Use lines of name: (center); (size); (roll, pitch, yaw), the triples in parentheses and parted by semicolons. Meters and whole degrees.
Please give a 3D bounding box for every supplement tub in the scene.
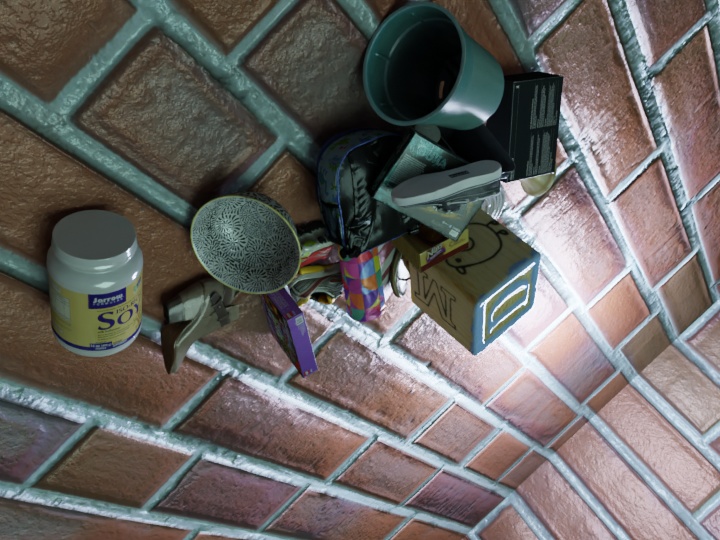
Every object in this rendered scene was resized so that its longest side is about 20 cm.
supplement tub: (-0.419, 0.020, 1.268); (0.145, 0.146, 0.201); (-15, 137, -31)

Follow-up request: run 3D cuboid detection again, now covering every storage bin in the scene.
storage bin: (0.187, -0.210, 1.547); (0.145, 0.201, 0.135); (-11, 146, -34)

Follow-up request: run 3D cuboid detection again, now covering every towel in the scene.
towel: (0.058, -0.024, 1.700); (0.144, 0.023, 0.201); (-55, 155, -37)

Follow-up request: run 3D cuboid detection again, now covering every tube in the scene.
tube: (0.093, -0.206, 1.522); (0.058, 0.052, 0.200); (-5, 155, -22)

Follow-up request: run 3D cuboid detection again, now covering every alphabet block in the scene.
alphabet block: (0.235, 0.018, 1.672); (0.195, 0.200, 0.197); (-35, 146, -22)

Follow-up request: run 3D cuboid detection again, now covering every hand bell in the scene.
hand bell: (0.322, -0.235, 1.737); (0.199, 0.104, 0.104); (14, 119, -35)

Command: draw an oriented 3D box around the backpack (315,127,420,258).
backpack: (0.004, -0.155, 1.452); (0.182, 0.147, 0.201); (-22, 122, -25)

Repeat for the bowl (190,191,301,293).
bowl: (-0.187, -0.067, 1.401); (0.094, 0.199, 0.202); (-68, 174, -51)

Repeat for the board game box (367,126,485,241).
board game box: (0.129, -0.146, 1.395); (0.199, 0.028, 0.136); (25, 109, -30)

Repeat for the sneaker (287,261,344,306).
sneaker: (-0.061, 0.031, 1.640); (0.199, 0.083, 0.078); (-10, 166, -31)

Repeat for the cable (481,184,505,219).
cable: (0.222, -0.134, 1.747); (0.199, 0.069, 0.201); (5, 125, -45)

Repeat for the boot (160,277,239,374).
boot: (-0.302, 0.102, 1.525); (0.145, 0.070, 0.201); (-17, 138, -32)

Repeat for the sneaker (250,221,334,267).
sneaker: (-0.134, -0.029, 1.536); (0.199, 0.077, 0.085); (-13, 141, -32)

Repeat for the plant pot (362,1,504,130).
plant pot: (0.140, -0.333, 1.379); (0.195, 0.200, 0.201); (3, 127, -53)

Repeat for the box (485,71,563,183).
box: (0.328, -0.292, 1.622); (0.140, 0.079, 0.202); (-15, 117, -34)

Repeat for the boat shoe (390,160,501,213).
boat shoe: (0.148, -0.130, 1.356); (0.199, 0.072, 0.068); (-18, 123, -16)

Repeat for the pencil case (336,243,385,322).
pencil case: (0.000, 0.000, 1.572); (0.088, 0.088, 0.201); (-21, 119, -24)

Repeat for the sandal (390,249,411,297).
sandal: (0.108, -0.031, 1.711); (0.080, 0.054, 0.201); (-25, 131, -62)

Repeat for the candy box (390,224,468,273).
candy box: (0.109, -0.093, 1.578); (0.116, 0.200, 0.057); (-27, 139, -17)

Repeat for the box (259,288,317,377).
box: (-0.148, 0.109, 1.610); (0.039, 0.137, 0.201); (-29, 142, -16)
